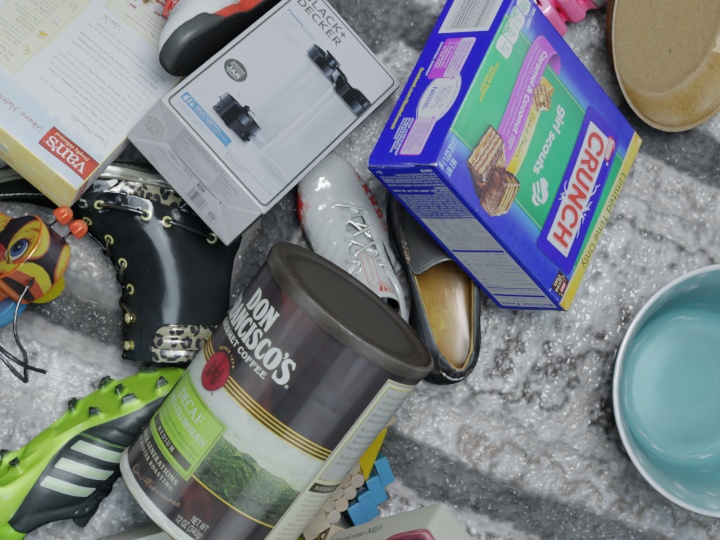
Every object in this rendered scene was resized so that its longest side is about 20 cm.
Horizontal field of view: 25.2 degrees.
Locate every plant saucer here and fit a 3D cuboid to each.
[{"bbox_3d":[0.263,-0.217,1.325,0.199,0.035,0.202,-16,115,-36],"label":"plant saucer"}]

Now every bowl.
[{"bbox_3d":[0.284,0.097,1.319,0.199,0.105,0.202,0,88,-12],"label":"bowl"}]

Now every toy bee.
[{"bbox_3d":[-0.252,-0.007,1.185,0.109,0.131,0.200,-46,64,-6],"label":"toy bee"}]

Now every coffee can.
[{"bbox_3d":[-0.062,0.102,1.182,0.146,0.146,0.200,35,102,-7],"label":"coffee can"}]

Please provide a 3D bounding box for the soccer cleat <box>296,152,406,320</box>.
[{"bbox_3d":[0.000,0.000,1.278,0.068,0.085,0.201,-15,91,-11],"label":"soccer cleat"}]

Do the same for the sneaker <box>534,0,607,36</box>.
[{"bbox_3d":[0.127,-0.223,1.327,0.200,0.079,0.096,-39,56,2],"label":"sneaker"}]

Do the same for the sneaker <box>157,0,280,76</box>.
[{"bbox_3d":[-0.130,-0.224,1.227,0.108,0.201,0.067,43,126,-2],"label":"sneaker"}]

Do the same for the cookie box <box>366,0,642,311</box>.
[{"bbox_3d":[0.117,-0.091,1.248,0.200,0.075,0.172,44,63,-39],"label":"cookie box"}]

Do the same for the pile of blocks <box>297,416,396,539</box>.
[{"bbox_3d":[-0.026,0.188,1.283,0.082,0.062,0.201,28,88,-25],"label":"pile of blocks"}]

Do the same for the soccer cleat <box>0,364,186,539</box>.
[{"bbox_3d":[-0.211,0.146,1.249,0.199,0.067,0.081,-33,118,-15],"label":"soccer cleat"}]

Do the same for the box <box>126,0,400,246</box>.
[{"bbox_3d":[-0.070,-0.125,1.233,0.117,0.060,0.200,48,48,-4],"label":"box"}]

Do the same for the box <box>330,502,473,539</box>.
[{"bbox_3d":[0.007,0.281,1.158,0.109,0.127,0.200,53,43,-15],"label":"box"}]

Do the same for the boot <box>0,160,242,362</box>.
[{"bbox_3d":[-0.188,-0.006,1.250,0.202,0.073,0.155,3,90,-9],"label":"boot"}]

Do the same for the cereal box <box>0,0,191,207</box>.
[{"bbox_3d":[-0.216,-0.158,1.219,0.144,0.040,0.200,40,55,-2],"label":"cereal box"}]

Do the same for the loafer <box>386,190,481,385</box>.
[{"bbox_3d":[0.067,-0.008,1.297,0.072,0.072,0.202,-11,89,-10],"label":"loafer"}]

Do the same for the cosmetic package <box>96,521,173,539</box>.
[{"bbox_3d":[-0.134,0.293,1.239,0.103,0.073,0.201,-17,92,2],"label":"cosmetic package"}]
